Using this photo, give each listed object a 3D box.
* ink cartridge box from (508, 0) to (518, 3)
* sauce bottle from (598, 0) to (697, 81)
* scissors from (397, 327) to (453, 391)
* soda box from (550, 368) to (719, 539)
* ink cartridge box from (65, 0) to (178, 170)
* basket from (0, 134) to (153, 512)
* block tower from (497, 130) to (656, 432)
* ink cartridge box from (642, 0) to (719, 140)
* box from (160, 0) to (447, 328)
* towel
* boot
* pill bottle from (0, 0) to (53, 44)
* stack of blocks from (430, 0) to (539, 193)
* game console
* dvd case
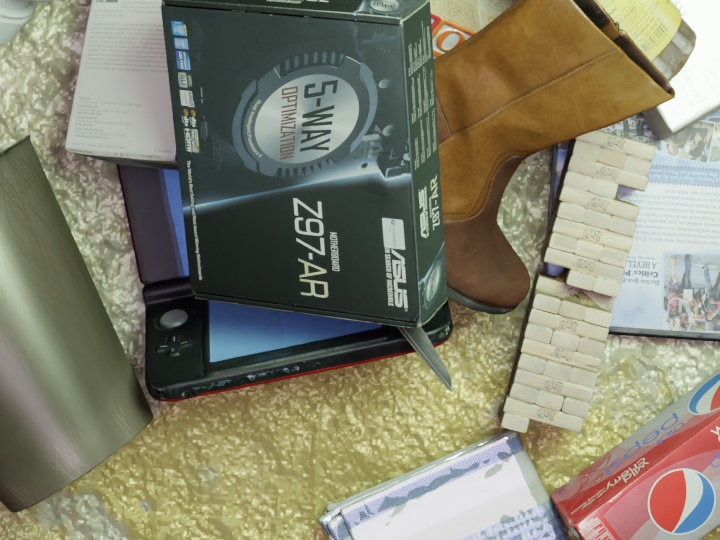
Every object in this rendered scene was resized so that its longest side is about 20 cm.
[{"bbox_3d":[0.032,-0.228,1.504,0.200,0.084,0.144,-6,131,1],"label":"ink cartridge box"},{"bbox_3d":[0.121,-0.192,1.434,0.065,0.065,0.200,-42,111,4],"label":"sauce bottle"},{"bbox_3d":[0.000,0.000,1.506,0.073,0.014,0.200,-16,62,-3],"label":"scissors"},{"bbox_3d":[0.226,0.121,1.560,0.200,0.070,0.063,-37,106,2],"label":"soda box"},{"bbox_3d":[-0.122,-0.166,1.530,0.109,0.050,0.200,8,86,43],"label":"ink cartridge box"},{"bbox_3d":[-0.236,0.045,1.541,0.180,0.136,0.200,-33,96,-2],"label":"basket"},{"bbox_3d":[0.141,0.009,1.547,0.058,0.054,0.200,16,94,1],"label":"block tower"},{"bbox_3d":[0.253,-0.184,1.531,0.200,0.067,0.117,-31,88,-2],"label":"ink cartridge box"},{"bbox_3d":[-0.032,-0.071,1.436,0.160,0.044,0.200,8,117,23],"label":"box"},{"bbox_3d":[0.078,0.220,1.598,0.147,0.024,0.200,-25,95,1],"label":"towel"},{"bbox_3d":[0.106,-0.075,1.457,0.200,0.068,0.188,-28,111,28],"label":"boot"},{"bbox_3d":[-0.203,-0.245,1.510,0.112,0.112,0.200,39,113,-2],"label":"pill bottle"},{"bbox_3d":[0.032,-0.132,1.495,0.200,0.059,0.115,21,130,-23],"label":"stack of blocks"},{"bbox_3d":[-0.053,-0.021,1.540,0.200,0.172,0.119,-12,120,2],"label":"game console"},{"bbox_3d":[0.197,-0.055,1.578,0.143,0.018,0.200,4,93,0],"label":"dvd case"}]
